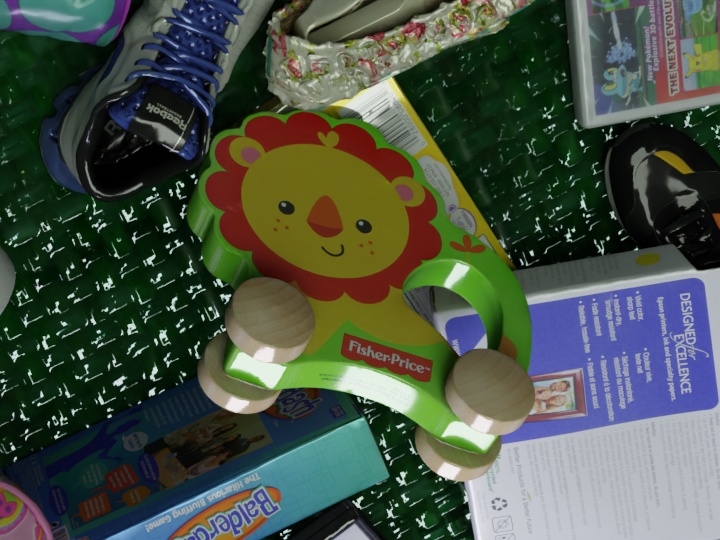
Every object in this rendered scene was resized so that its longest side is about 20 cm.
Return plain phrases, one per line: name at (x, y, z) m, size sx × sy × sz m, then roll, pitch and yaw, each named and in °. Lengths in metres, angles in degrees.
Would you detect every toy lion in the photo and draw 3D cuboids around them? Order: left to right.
toy lion at (0.000, 0.000, 1.356) m, size 0.199 × 0.192 × 0.069 m, roll 19°, pitch 139°, yaw -9°

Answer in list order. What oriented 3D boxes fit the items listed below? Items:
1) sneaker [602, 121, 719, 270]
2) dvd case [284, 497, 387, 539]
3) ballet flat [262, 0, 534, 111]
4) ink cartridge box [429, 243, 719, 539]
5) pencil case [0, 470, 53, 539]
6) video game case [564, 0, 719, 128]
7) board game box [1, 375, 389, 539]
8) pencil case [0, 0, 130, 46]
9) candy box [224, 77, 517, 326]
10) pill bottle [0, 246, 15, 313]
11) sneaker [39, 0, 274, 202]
sneaker at (0.215, 0.002, 1.485) m, size 0.070 × 0.090 × 0.200 m, roll -30°, pitch 113°, yaw -4°
dvd case at (-0.043, 0.198, 1.446) m, size 0.143 × 0.200 × 0.018 m, roll -36°, pitch 70°, yaw -1°
ballet flat at (0.034, -0.155, 1.383) m, size 0.200 × 0.076 × 0.064 m, roll -32°, pitch 140°, yaw -10°
ink cartridge box at (0.154, 0.081, 1.477) m, size 0.199 × 0.047 × 0.198 m, roll -10°, pitch 120°, yaw 3°
pencil case at (-0.243, 0.123, 1.347) m, size 0.087 × 0.200 × 0.088 m, roll -10°, pitch 111°, yaw -29°
video game case at (0.205, -0.195, 1.456) m, size 0.182 × 0.023 × 0.201 m, roll -11°, pitch 111°, yaw -11°
board game box at (-0.097, 0.114, 1.408) m, size 0.200 × 0.152 × 0.045 m, roll -25°, pitch 112°, yaw -5°
pencil case at (-0.219, -0.180, 1.316) m, size 0.199 × 0.085 × 0.093 m, roll 11°, pitch 132°, yaw -18°
candy box at (0.014, -0.028, 1.458) m, size 0.102 × 0.026 × 0.200 m, roll -33°, pitch 112°, yaw 1°
pill bottle at (-0.278, -0.043, 1.323) m, size 0.116 × 0.116 × 0.200 m, roll -37°, pitch 122°, yaw -1°
sneaker at (-0.097, -0.112, 1.354) m, size 0.080 × 0.115 × 0.200 m, roll 31°, pitch 98°, yaw -22°
